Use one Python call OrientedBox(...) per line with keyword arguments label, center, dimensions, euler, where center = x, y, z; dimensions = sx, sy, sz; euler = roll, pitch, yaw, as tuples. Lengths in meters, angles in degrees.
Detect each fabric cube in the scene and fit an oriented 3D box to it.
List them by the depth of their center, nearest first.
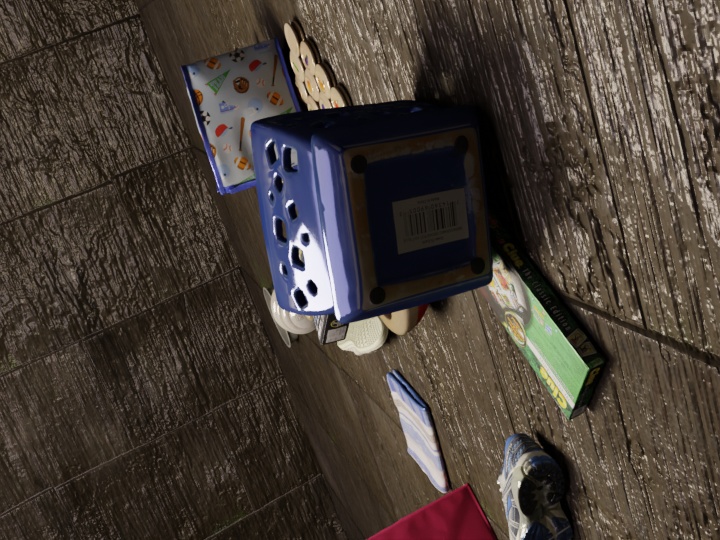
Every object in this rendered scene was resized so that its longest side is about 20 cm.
OrientedBox(label="fabric cube", center=(0.127, 0.505, 1.365), dimensions=(0.202, 0.197, 0.197), euler=(61, 165, 19))

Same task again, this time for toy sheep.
OrientedBox(label="toy sheep", center=(-0.128, 0.072, 1.758), dimensions=(0.140, 0.136, 0.200), euler=(69, 166, -12))

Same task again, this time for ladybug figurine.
OrientedBox(label="ladybug figurine", center=(0.049, -0.003, 1.076), dimensions=(0.136, 0.071, 0.202), euler=(56, 164, 38))

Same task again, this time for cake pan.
OrientedBox(label="cake pan", center=(-0.245, 0.139, 2.524), dimensions=(0.202, 0.036, 0.201), euler=(60, 165, 27))

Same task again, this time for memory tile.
OrientedBox(label="memory tile", center=(-0.059, -0.254, 1.191), dimensions=(0.202, 0.017, 0.154), euler=(59, 165, 30))

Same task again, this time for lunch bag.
OrientedBox(label="lunch bag", center=(-0.177, -0.237, 1.300), dimensions=(0.124, 0.167, 0.203), euler=(117, 133, -83))

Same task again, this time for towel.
OrientedBox(label="towel", center=(0.103, 0.290, 1.466), dimensions=(0.147, 0.023, 0.203), euler=(43, 153, 57))

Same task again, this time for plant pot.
OrientedBox(label="plant pot", center=(0.020, -0.060, 0.799), dimensions=(0.179, 0.197, 0.204), euler=(19, 119, 63))

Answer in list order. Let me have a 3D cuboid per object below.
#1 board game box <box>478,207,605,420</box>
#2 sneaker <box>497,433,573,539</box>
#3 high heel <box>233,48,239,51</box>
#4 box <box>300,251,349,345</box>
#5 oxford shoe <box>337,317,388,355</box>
OrientedBox(label="board game box", center=(0.165, 0.040, 0.807), dimensions=(0.201, 0.023, 0.106), euler=(59, 162, 31))
OrientedBox(label="sneaker", center=(0.205, 0.277, 0.980), dimensions=(0.086, 0.076, 0.203), euler=(-117, 17, -55))
OrientedBox(label="high heel", center=(-0.220, -0.349, 1.525), dimensions=(0.143, 0.071, 0.201), euler=(46, 165, 40))
OrientedBox(label="box", center=(-0.052, -0.006, 1.229), dimensions=(0.201, 0.048, 0.163), euler=(103, 151, -56))
OrientedBox(label="oxford shoe", center=(0.015, 0.118, 1.459), dimensions=(0.057, 0.076, 0.200), euler=(26, 164, -14))
